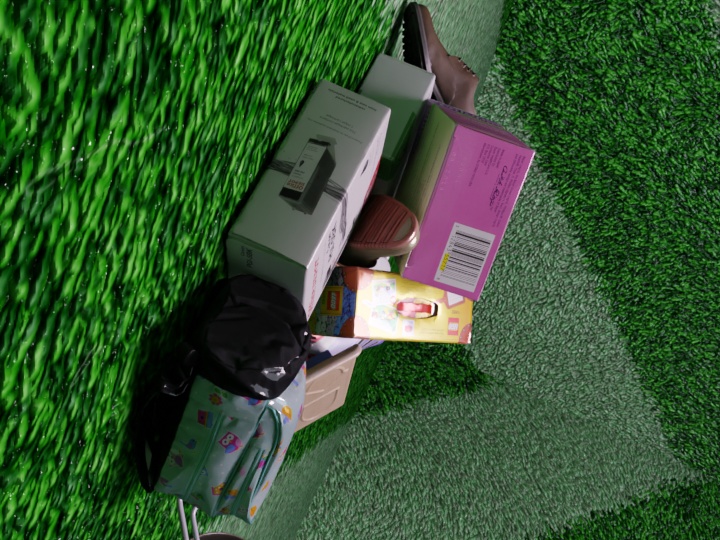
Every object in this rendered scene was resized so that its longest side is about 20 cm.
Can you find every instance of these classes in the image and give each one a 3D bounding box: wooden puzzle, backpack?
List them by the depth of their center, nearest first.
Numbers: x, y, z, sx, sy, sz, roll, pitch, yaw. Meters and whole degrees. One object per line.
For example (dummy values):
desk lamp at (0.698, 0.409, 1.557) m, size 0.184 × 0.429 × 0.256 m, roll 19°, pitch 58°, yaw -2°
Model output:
backpack at (-0.118, 0.126, 0.749) m, size 0.167 × 0.125 × 0.202 m, roll -60°, pitch 174°, yaw -65°
wooden puzzle at (-0.095, 0.177, 1.167) m, size 0.183 × 0.047 × 0.201 m, roll -26°, pitch 157°, yaw -26°

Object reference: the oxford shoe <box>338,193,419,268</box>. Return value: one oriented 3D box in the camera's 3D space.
oxford shoe at (0.009, -0.038, 0.960) m, size 0.071 × 0.074 × 0.199 m, roll -51°, pitch -149°, yaw -17°

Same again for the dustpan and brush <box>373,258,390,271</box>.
dustpan and brush at (0.000, 0.000, 1.185) m, size 0.200 × 0.137 × 0.058 m, roll 141°, pitch -60°, yaw -61°

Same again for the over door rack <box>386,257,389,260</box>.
over door rack at (0.046, -0.054, 1.302) m, size 0.198 × 0.067 × 0.148 m, roll -26°, pitch -164°, yaw 29°

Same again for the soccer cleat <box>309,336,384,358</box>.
soccer cleat at (-0.037, 0.102, 1.232) m, size 0.198 × 0.068 × 0.075 m, roll 10°, pitch 95°, yaw -50°

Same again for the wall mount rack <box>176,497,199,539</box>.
wall mount rack at (-0.176, 0.274, 0.983) m, size 0.201 × 0.074 × 0.176 m, roll 95°, pitch 19°, yaw -67°

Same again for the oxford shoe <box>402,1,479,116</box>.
oxford shoe at (0.110, -0.261, 1.122) m, size 0.073 × 0.083 × 0.203 m, roll -167°, pitch -123°, yaw -74°

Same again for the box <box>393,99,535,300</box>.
box at (0.108, -0.090, 0.992) m, size 0.200 × 0.095 × 0.179 m, roll -104°, pitch -148°, yaw -71°

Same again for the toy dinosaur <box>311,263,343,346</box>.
toy dinosaur at (-0.058, 0.022, 1.089) m, size 0.135 × 0.085 × 0.204 m, roll -9°, pitch 112°, yaw -53°

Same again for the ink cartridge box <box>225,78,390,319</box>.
ink cartridge box at (-0.050, -0.061, 0.839) m, size 0.147 × 0.082 × 0.202 m, roll 102°, pitch 12°, yaw -62°

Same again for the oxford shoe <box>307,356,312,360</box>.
oxford shoe at (-0.060, 0.075, 1.307) m, size 0.072 × 0.072 × 0.201 m, roll -17°, pitch -153°, yaw 42°

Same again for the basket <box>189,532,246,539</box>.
basket at (-0.219, 0.481, 1.119) m, size 0.202 × 0.134 × 0.180 m, roll -65°, pitch 170°, yaw 17°

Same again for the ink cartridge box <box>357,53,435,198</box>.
ink cartridge box at (0.024, -0.155, 1.105) m, size 0.201 × 0.082 × 0.148 m, roll 99°, pitch 14°, yaw -62°

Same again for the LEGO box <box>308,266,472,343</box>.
LEGO box at (0.017, 0.043, 1.009) m, size 0.198 × 0.147 × 0.079 m, roll 7°, pitch 85°, yaw -43°
